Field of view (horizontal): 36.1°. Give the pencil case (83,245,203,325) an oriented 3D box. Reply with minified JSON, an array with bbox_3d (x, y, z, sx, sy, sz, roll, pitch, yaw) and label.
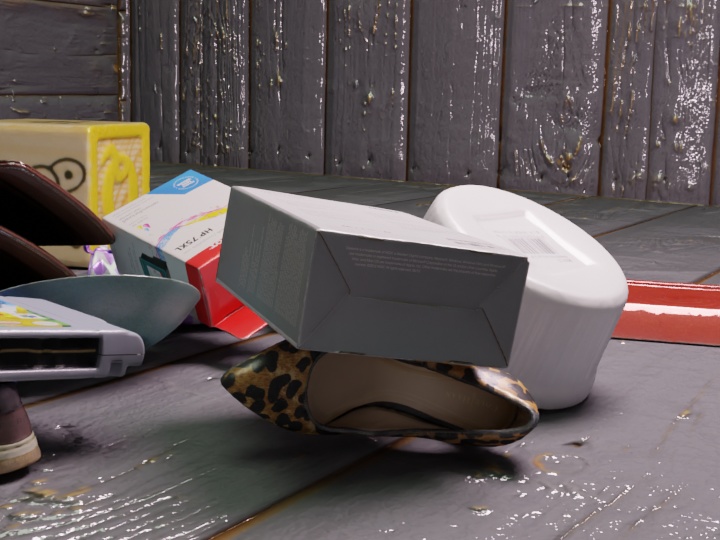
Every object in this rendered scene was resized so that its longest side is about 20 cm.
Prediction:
[{"bbox_3d":[-0.192,0.014,1.149,0.196,0.087,0.084,1,-2,-13],"label":"pencil case"}]

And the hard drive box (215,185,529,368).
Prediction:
[{"bbox_3d":[0.000,0.000,0.776,0.153,0.078,0.200,8,9,-23],"label":"hard drive box"}]

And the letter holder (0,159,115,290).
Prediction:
[{"bbox_3d":[-0.310,-0.012,0.967,0.140,0.102,0.200,-2,-17,10],"label":"letter holder"}]

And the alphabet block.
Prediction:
[{"bbox_3d":[-0.427,-0.116,1.570,0.196,0.199,0.196,5,11,13],"label":"alphabet block"}]

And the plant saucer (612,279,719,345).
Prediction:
[{"bbox_3d":[0.354,0.043,1.230,0.196,0.037,0.200,4,10,13],"label":"plant saucer"}]

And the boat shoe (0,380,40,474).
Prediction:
[{"bbox_3d":[-0.289,0.086,0.751,0.198,0.066,0.071,10,12,39],"label":"boat shoe"}]

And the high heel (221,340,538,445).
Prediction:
[{"bbox_3d":[0.017,0.083,0.747,0.197,0.073,0.142,7,-1,-32],"label":"high heel"}]

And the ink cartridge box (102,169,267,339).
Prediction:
[{"bbox_3d":[-0.139,-0.019,1.047,0.198,0.068,0.116,24,45,39],"label":"ink cartridge box"}]

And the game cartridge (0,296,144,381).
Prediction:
[{"bbox_3d":[-0.260,0.042,0.730,0.132,0.041,0.198,8,3,40],"label":"game cartridge"}]

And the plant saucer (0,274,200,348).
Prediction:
[{"bbox_3d":[-0.234,0.049,0.944,0.197,0.039,0.201,-8,-13,-2],"label":"plant saucer"}]

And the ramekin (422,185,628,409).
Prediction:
[{"bbox_3d":[0.126,0.014,0.925,0.198,0.099,0.201,20,26,-10],"label":"ramekin"}]
